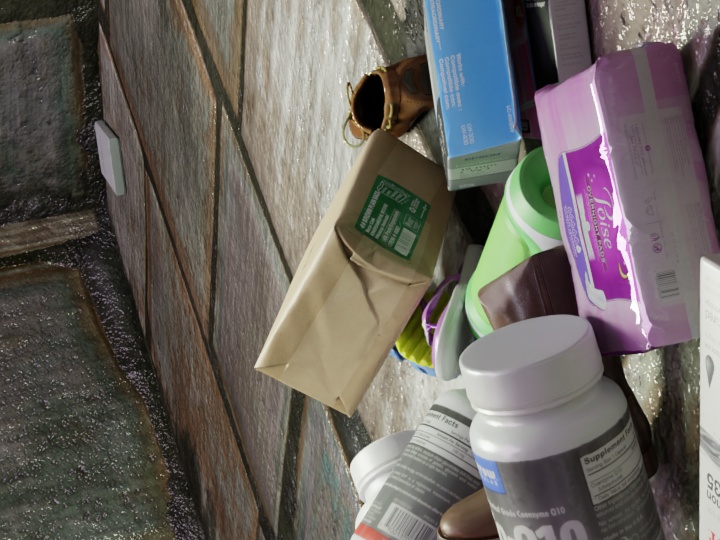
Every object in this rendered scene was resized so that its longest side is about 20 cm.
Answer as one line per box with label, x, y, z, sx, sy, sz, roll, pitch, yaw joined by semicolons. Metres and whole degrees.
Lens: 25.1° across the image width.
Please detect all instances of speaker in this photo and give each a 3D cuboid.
speaker;0.138;-0.012;1.275;0.201;0.087;0.089;105;150;-57

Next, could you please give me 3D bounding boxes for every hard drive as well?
hard drive;-0.582;-0.264;3.755;0.200;0.026;0.133;-136;39;-65

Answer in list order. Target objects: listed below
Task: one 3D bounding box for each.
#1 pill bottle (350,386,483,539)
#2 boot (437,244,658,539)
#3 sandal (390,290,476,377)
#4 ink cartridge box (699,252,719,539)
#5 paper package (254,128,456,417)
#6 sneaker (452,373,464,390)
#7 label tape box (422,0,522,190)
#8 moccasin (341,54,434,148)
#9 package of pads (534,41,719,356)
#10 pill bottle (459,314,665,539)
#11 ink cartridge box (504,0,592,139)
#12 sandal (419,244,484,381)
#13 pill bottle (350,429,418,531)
pill bottle;0.088;0.170;1.304;0.115;0.201;0.116;32;169;7
boot;0.114;0.088;1.188;0.064;0.185;0.202;-128;16;-68
sandal;0.066;0.065;1.631;0.087;0.080;0.200;48;173;-29
ink cartridge box;0.261;0.100;0.914;0.147;0.082;0.202;-135;38;-63
paper package;0.000;0.000;1.500;0.192;0.103;0.201;-61;4;32
sneaker;0.138;0.166;1.431;0.147;0.080;0.201;59;152;23
label tape box;0.087;-0.155;1.278;0.200;0.065;0.145;55;-153;-81
moccasin;0.018;-0.164;1.604;0.201;0.077;0.075;-179;79;-74
package of pads;0.185;-0.046;1.101;0.120;0.075;0.202;160;99;-75
pill bottle;0.140;0.140;1.118;0.114;0.113;0.202;-152;42;-70
ink cartridge box;0.140;-0.200;1.234;0.095;0.037;0.203;-157;60;-72
sandal;0.076;0.038;1.424;0.203;0.049;0.083;-57;-28;-66
pill bottle;0.061;0.246;1.411;0.112;0.110;0.201;103;150;-55
